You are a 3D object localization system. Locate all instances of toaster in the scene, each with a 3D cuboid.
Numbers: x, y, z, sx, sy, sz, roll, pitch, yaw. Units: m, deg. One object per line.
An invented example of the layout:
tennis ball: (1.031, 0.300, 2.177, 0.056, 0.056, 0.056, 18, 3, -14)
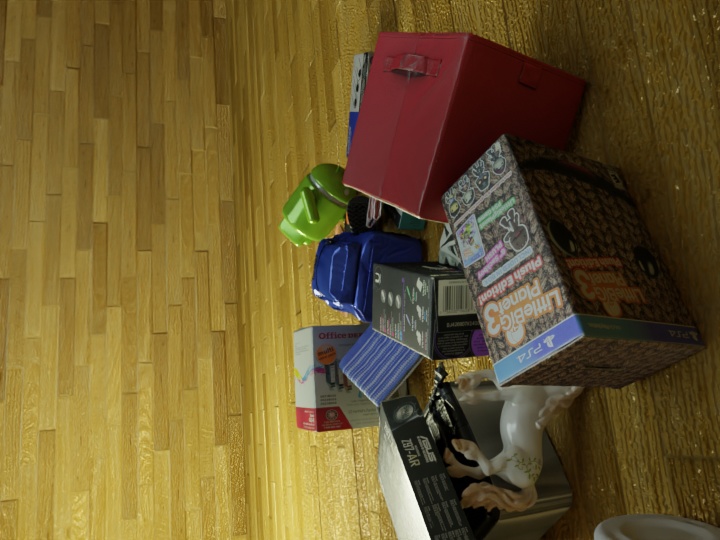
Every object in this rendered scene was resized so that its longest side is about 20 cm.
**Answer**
toaster: (0.143, 0.242, 0.760, 0.181, 0.118, 0.200, -111, 28, -42)

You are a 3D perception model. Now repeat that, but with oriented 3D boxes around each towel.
towel: (0.034, -0.151, 1.097, 0.200, 0.030, 0.147, -58, -22, -90)
towel: (0.038, 0.141, 1.066, 0.145, 0.024, 0.200, -50, 22, -6)

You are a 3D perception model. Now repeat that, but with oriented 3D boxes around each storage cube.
storage cube: (0.111, -0.151, 0.698, 0.171, 0.199, 0.181, 32, 110, 54)

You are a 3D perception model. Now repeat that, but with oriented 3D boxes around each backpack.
backpack: (0.000, 0.000, 1.085, 0.200, 0.167, 0.163, -166, 89, -70)

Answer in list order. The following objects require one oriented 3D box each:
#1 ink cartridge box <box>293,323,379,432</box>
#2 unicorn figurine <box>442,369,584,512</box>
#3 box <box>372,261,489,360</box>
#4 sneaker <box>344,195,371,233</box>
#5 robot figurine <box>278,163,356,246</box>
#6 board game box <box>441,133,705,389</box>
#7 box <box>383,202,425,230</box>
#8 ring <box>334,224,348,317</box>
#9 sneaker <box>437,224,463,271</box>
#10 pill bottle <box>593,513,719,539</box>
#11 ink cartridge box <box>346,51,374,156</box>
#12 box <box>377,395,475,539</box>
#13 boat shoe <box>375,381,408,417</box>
ink cartridge box: (-0.046, 0.209, 1.235, 0.145, 0.145, 0.201, 153, 114, -67)
unicorn figurine: (0.166, 0.153, 0.652, 0.074, 0.137, 0.201, -20, -59, -88)
box: (0.106, 0.046, 0.855, 0.200, 0.122, 0.107, -164, 74, -69)
sneaker: (0.002, -0.045, 1.238, 0.090, 0.070, 0.201, -176, 85, -87)
robot figurine: (-0.089, -0.146, 1.339, 0.116, 0.175, 0.200, 45, 109, 12)
board game box: (0.185, -0.004, 0.566, 0.097, 0.159, 0.201, -46, 47, 45)
box: (0.090, -0.172, 1.003, 0.082, 0.049, 0.201, -119, 35, -54)
ring: (-0.035, 0.000, 1.348, 0.200, 0.019, 0.201, 177, 90, -80)
sneaker: (0.153, -0.043, 0.795, 0.200, 0.074, 0.089, -159, 69, -68)
pill bottle: (0.248, 0.309, 0.489, 0.111, 0.111, 0.201, 169, 100, -69)
ink cartridge box: (0.012, -0.321, 1.221, 0.094, 0.044, 0.201, -143, 56, -67)
box: (0.067, 0.266, 0.686, 0.200, 0.043, 0.161, -113, 17, -46)
boat shoe: (0.051, 0.258, 1.087, 0.074, 0.064, 0.203, 139, 128, -64)
